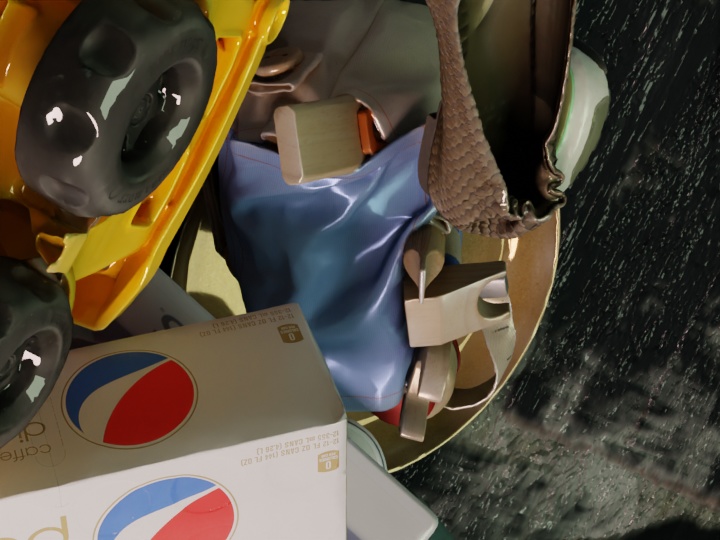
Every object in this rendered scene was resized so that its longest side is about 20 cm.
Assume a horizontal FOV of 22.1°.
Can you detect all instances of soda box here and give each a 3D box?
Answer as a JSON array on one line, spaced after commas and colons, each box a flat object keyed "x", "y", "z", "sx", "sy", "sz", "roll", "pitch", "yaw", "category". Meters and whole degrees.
[{"x": -0.106, "y": 0.074, "z": 0.629, "sx": 0.199, "sy": 0.064, "sz": 0.068, "roll": -12, "pitch": 133, "yaw": -15, "category": "soda box"}]

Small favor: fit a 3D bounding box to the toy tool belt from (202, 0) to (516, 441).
[{"x": -0.002, "y": 0.002, "z": 0.716, "sx": 0.123, "sy": 0.124, "sz": 0.201, "roll": -75, "pitch": 158, "yaw": -56, "category": "toy tool belt"}]

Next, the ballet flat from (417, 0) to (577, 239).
[{"x": 0.047, "y": -0.076, "z": 0.579, "sx": 0.067, "sy": 0.046, "sz": 0.201, "roll": -29, "pitch": 147, "yaw": -20, "category": "ballet flat"}]

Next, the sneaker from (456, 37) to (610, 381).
[{"x": 0.042, "y": -0.026, "z": 0.889, "sx": 0.088, "sy": 0.077, "sz": 0.201, "roll": 13, "pitch": 100, "yaw": -40, "category": "sneaker"}]

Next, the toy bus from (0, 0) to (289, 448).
[{"x": -0.113, "y": -0.038, "z": 0.605, "sx": 0.201, "sy": 0.135, "sz": 0.192, "roll": -63, "pitch": 164, "yaw": 7, "category": "toy bus"}]

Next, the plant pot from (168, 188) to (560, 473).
[{"x": 0.000, "y": 0.000, "z": 0.818, "sx": 0.199, "sy": 0.027, "sz": 0.201, "roll": -12, "pitch": 116, "yaw": -26, "category": "plant pot"}]

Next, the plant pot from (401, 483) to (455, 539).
[{"x": -0.019, "y": 0.169, "z": 0.841, "sx": 0.200, "sy": 0.199, "sz": 0.136, "roll": -15, "pitch": 109, "yaw": -49, "category": "plant pot"}]

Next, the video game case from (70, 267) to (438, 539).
[{"x": -0.100, "y": 0.107, "z": 0.678, "sx": 0.200, "sy": 0.182, "sz": 0.023, "roll": -48, "pitch": 178, "yaw": -18, "category": "video game case"}]

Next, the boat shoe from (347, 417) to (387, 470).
[{"x": -0.045, "y": 0.143, "z": 0.726, "sx": 0.201, "sy": 0.073, "sz": 0.065, "roll": -61, "pitch": -177, "yaw": -18, "category": "boat shoe"}]
